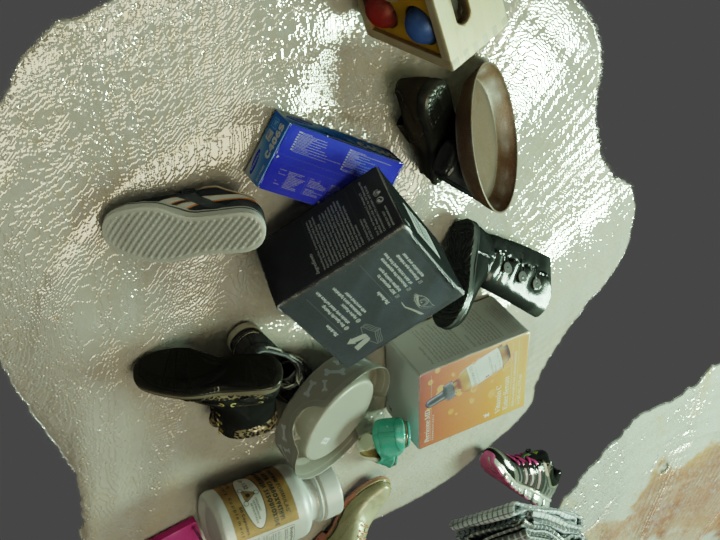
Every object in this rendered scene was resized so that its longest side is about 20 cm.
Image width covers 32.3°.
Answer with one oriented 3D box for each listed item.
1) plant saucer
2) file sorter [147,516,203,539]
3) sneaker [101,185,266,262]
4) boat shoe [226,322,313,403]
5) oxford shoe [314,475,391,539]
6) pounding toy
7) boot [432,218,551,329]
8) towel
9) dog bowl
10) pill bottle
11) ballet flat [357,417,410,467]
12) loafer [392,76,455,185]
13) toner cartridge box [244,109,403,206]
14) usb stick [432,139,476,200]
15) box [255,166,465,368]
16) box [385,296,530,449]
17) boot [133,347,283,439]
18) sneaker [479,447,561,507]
[{"bbox_3d":[0.167,-0.176,1.664,0.034,0.202,0.201,-4,138,23],"label":"plant saucer"},{"bbox_3d":[-0.265,0.502,1.856,0.138,0.125,0.201,-25,132,-17],"label":"file sorter"},{"bbox_3d":[-0.216,-0.058,1.536,0.197,0.080,0.079,1,117,-6],"label":"sneaker"},{"bbox_3d":[-0.114,0.148,1.752,0.073,0.063,0.200,-43,135,0],"label":"boat shoe"},{"bbox_3d":[-0.006,0.423,2.012,0.070,0.074,0.201,25,105,-42],"label":"oxford shoe"},{"bbox_3d":[0.042,-0.351,1.442,0.142,0.183,0.201,-41,136,-19],"label":"pounding toy"},{"bbox_3d":[0.201,0.031,1.851,0.199,0.065,0.167,24,78,-44],"label":"boot"},{"bbox_3d":[0.278,0.470,2.176,0.165,0.087,0.199,-26,148,38],"label":"towel"},{"bbox_3d":[-0.044,0.205,1.800,0.200,0.059,0.201,-41,154,-25],"label":"dog bowl"},{"bbox_3d":[-0.131,0.353,1.849,0.198,0.114,0.115,-17,129,-24],"label":"pill bottle"},{"bbox_3d":[0.030,0.260,1.899,0.069,0.068,0.200,0,163,-5],"label":"ballet flat"},{"bbox_3d":[0.088,-0.194,1.652,0.073,0.071,0.201,-50,152,-22],"label":"loafer"},{"bbox_3d":[-0.045,-0.133,1.615,0.199,0.043,0.096,16,110,-41],"label":"toner cartridge box"},{"bbox_3d":[0.149,-0.134,1.705,0.056,0.032,0.200,-66,155,3],"label":"usb stick"},{"bbox_3d":[0.000,0.000,1.647,0.199,0.118,0.197,-33,141,9],"label":"box"},{"bbox_3d":[0.147,0.155,1.905,0.198,0.106,0.154,-20,130,-22],"label":"box"},{"bbox_3d":[-0.201,0.169,1.690,0.197,0.074,0.151,-2,148,-2],"label":"boot"},{"bbox_3d":[0.282,0.340,2.155,0.199,0.074,0.088,38,83,-37],"label":"sneaker"}]
